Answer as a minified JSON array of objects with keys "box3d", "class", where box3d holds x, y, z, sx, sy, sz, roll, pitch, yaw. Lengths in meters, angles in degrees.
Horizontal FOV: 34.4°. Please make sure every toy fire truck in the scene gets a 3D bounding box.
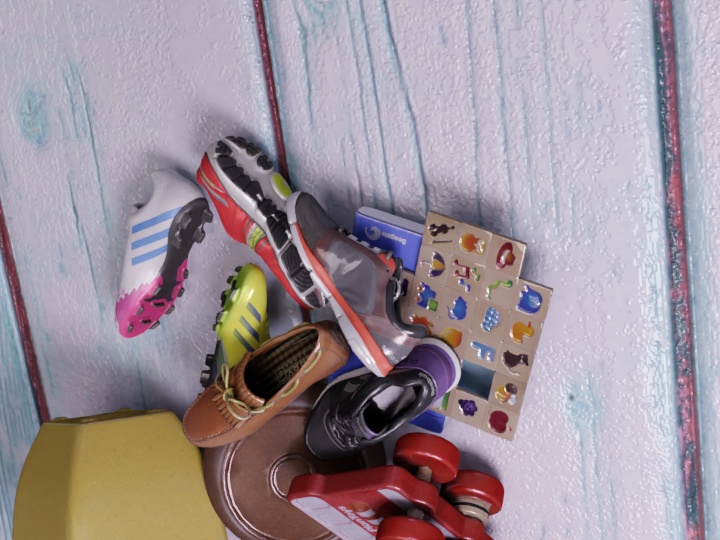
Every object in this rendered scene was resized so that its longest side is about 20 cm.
[{"box3d":[0.043,0.253,1.173,0.167,0.113,0.200,-14,138,38],"class":"toy fire truck"}]

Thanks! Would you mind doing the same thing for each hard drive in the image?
[{"box3d":[0.041,0.051,1.155,0.131,0.025,0.202,19,116,19],"class":"hard drive"}]

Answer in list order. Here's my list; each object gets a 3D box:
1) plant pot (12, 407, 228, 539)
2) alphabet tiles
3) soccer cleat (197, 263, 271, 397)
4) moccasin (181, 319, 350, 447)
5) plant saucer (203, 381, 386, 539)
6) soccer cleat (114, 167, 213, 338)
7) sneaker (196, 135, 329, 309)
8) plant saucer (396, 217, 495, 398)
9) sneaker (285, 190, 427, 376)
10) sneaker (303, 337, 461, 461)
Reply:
[{"box3d":[-0.273,0.258,1.285,0.193,0.194,0.203,-8,87,53],"class":"plant pot"},{"box3d":[0.091,0.049,1.111,0.166,0.008,0.202,20,116,19],"class":"alphabet tiles"},{"box3d":[-0.118,0.076,1.236,0.083,0.065,0.202,14,125,-5],"class":"soccer cleat"},{"box3d":[-0.103,0.115,1.168,0.200,0.078,0.074,-29,66,22],"class":"moccasin"},{"box3d":[-0.071,0.216,1.236,0.197,0.035,0.203,0,101,0],"class":"plant saucer"},{"box3d":[-0.226,-0.020,1.261,0.086,0.070,0.201,44,120,23],"class":"soccer cleat"},{"box3d":[-0.095,-0.044,1.192,0.201,0.077,0.085,56,141,-1],"class":"sneaker"},{"box3d":[0.076,0.044,1.161,0.070,0.019,0.201,-32,92,31],"class":"plant saucer"},{"box3d":[0.000,0.000,1.109,0.081,0.077,0.201,-32,74,7],"class":"sneaker"},{"box3d":[0.002,0.136,1.132,0.200,0.087,0.076,-38,90,32],"class":"sneaker"}]
